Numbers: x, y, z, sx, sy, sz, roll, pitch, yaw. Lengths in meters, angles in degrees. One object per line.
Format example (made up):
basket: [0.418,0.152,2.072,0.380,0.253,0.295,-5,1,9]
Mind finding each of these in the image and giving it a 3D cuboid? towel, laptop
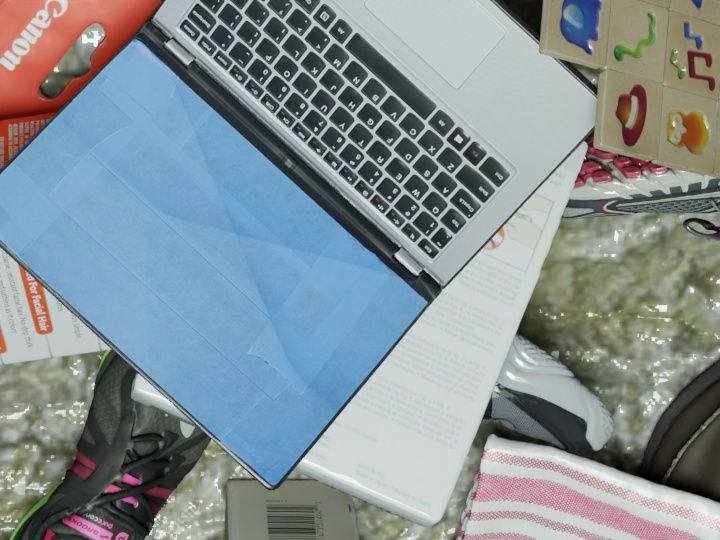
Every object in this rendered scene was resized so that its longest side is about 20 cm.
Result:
towel: [0.114,0.191,1.073,0.145,0.030,0.201,15,121,0]
laptop: [-0.032,-0.050,0.846,0.187,0.116,0.200,42,122,-2]

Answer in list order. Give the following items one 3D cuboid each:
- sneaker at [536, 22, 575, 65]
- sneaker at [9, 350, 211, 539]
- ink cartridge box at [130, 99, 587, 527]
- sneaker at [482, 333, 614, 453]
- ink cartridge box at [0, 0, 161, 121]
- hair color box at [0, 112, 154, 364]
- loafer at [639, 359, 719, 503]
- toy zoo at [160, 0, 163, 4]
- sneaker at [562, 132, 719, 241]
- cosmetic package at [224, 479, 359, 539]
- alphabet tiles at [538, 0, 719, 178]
sneaker: [0.183,-0.110,0.926,0.198,0.074,0.080,-1,72,-5]
sneaker: [-0.123,0.113,1.007,0.076,0.084,0.201,22,111,-17]
ink cartridge box: [0.000,0.000,0.930,0.159,0.047,0.202,24,80,-5]
sneaker: [0.028,0.067,0.994,0.199,0.075,0.114,31,90,-13]
ink cartridge box: [-0.201,-0.140,0.894,0.199,0.050,0.109,37,106,-21]
hair color box: [-0.193,-0.010,0.936,0.198,0.064,0.112,-7,136,-2]
loafer: [0.219,0.079,1.037,0.073,0.071,0.201,25,110,-17]
toy zoo: [-0.024,-0.141,0.928,0.130,0.021,0.201,14,113,-15]
sneaker: [0.190,-0.043,0.971,0.198,0.081,0.075,-4,118,-5]
cosmetic package: [-0.041,0.226,1.061,0.072,0.104,0.202,2,114,-6]
alphabet tiles: [0.150,-0.144,0.857,0.166,0.008,0.202,10,82,-33]
